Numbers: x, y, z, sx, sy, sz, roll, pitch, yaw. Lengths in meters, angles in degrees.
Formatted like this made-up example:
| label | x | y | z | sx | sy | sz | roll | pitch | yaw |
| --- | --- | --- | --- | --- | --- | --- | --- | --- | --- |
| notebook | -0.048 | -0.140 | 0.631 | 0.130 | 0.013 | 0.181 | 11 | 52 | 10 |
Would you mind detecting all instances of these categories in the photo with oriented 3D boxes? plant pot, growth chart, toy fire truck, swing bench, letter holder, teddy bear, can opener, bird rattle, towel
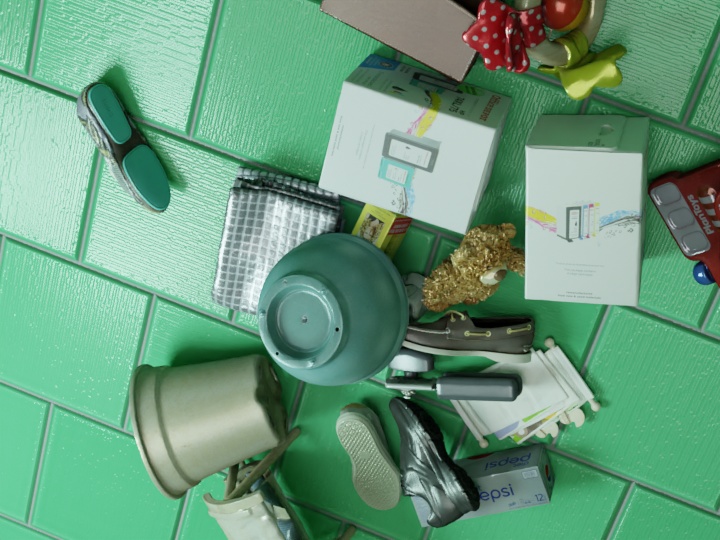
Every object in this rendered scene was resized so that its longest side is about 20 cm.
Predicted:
| label | x | y | z | sx | sy | sz | roll | pitch | yaw |
| --- | --- | --- | --- | --- | --- | --- | --- | --- | --- |
| plant pot | -0.053 | 0.057 | 1.682 | 0.198 | 0.134 | 0.203 | 2 | 97 | 22 |
| growth chart | 0.223 | 0.178 | 1.837 | 0.198 | 0.018 | 0.146 | -24 | 105 | 23 |
| toy fire truck | 0.469 | -0.050 | 1.633 | 0.167 | 0.112 | 0.201 | -20 | 107 | 47 |
| swing bench | -0.125 | 0.373 | 1.916 | 0.129 | 0.200 | 0.200 | -21 | 106 | 22 |
| letter holder | 0.074 | -0.346 | 1.609 | 0.198 | 0.101 | 0.143 | 28 | 115 | 3 |
| teddy bear | 0.148 | 0.009 | 1.700 | 0.200 | 0.144 | 0.067 | -41 | 54 | 52 |
| plant pot | -0.208 | 0.209 | 1.889 | 0.182 | 0.201 | 0.202 | -16 | 108 | 10 |
| can opener | 0.125 | 0.149 | 1.818 | 0.198 | 0.053 | 0.067 | 5 | 104 | 21 |
| bird rattle | 0.224 | -0.297 | 1.567 | 0.198 | 0.112 | 0.165 | 20 | 92 | -27 |
| towel | -0.114 | -0.028 | 1.806 | 0.164 | 0.086 | 0.202 | 15 | 116 | 8 |

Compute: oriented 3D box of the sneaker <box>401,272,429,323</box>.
| label | x | y | z | sx | sy | sz | roll | pitch | yaw |
| --- | --- | --- | --- | --- | --- | --- | --- | --- | --- |
| sneaker | 0.022 | 0.087 | 1.821 | 0.075 | 0.081 | 0.200 | 40 | 118 | -6 |

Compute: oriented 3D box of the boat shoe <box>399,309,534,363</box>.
| label | x | y | z | sx | sy | sz | roll | pitch | yaw |
| --- | --- | --- | --- | --- | --- | --- | --- | --- | --- |
| boat shoe | 0.140 | 0.083 | 1.757 | 0.198 | 0.072 | 0.060 | 7 | 101 | -14 |

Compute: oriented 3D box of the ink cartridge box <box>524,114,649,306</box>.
| label | x | y | z | sx | sy | sz | roll | pitch | yaw |
| --- | --- | --- | --- | --- | --- | --- | --- | --- | --- |
| ink cartridge box | 0.283 | -0.080 | 1.637 | 0.143 | 0.147 | 0.202 | 4 | 113 | 14 |

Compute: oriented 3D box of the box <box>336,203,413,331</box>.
| label | x | y | z | sx | sy | sz | roll | pitch | yaw |
| --- | --- | --- | --- | --- | --- | --- | --- | --- | --- |
| box | 0.000 | 0.000 | 1.767 | 0.050 | 0.075 | 0.201 | 32 | 105 | 19 |

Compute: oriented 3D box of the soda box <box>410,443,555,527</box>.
| label | x | y | z | sx | sy | sz | roll | pitch | yaw |
| --- | --- | --- | --- | --- | --- | --- | --- | --- | --- |
| soda box | 0.174 | 0.307 | 1.878 | 0.198 | 0.068 | 0.064 | -15 | 108 | 21 |

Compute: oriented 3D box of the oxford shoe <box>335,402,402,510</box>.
| label | x | y | z | sx | sy | sz | roll | pitch | yaw |
| --- | --- | --- | --- | --- | --- | --- | --- | --- | --- |
| oxford shoe | 0.015 | 0.271 | 1.918 | 0.074 | 0.058 | 0.201 | -12 | 124 | 13 |

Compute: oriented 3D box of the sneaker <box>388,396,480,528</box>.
| label | x | y | z | sx | sy | sz | roll | pitch | yaw |
| --- | --- | --- | --- | --- | --- | --- | --- | --- | --- |
| sneaker | 0.084 | 0.269 | 1.841 | 0.091 | 0.076 | 0.201 | -38 | 62 | 15 |

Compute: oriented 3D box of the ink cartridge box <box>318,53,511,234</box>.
| label | x | y | z | sx | sy | sz | roll | pitch | yaw |
| --- | --- | --- | --- | --- | --- | --- | --- | --- | --- |
| ink cartridge box | 0.072 | -0.162 | 1.661 | 0.198 | 0.147 | 0.147 | 18 | 116 | 7 |

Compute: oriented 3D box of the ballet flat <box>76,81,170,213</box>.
| label | x | y | z | sx | sy | sz | roll | pitch | yaw |
| --- | --- | --- | --- | --- | --- | --- | --- | --- | --- |
| ballet flat | -0.332 | -0.167 | 1.826 | 0.071 | 0.072 | 0.202 | -23 | 105 | 23 |
